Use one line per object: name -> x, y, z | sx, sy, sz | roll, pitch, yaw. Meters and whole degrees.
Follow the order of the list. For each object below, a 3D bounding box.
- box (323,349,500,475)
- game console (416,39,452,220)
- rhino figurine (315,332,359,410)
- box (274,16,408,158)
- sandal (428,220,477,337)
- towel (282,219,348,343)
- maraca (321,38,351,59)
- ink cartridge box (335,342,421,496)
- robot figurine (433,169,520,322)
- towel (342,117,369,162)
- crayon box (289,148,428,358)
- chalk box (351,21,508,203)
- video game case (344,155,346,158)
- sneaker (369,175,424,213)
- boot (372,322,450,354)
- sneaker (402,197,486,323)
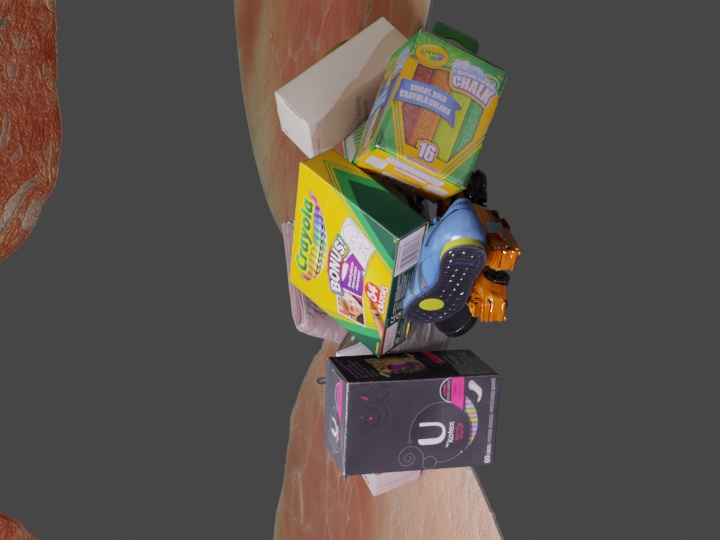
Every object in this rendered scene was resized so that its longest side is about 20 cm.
box -> 0.062, 0.174, 1.540 | 0.106, 0.198, 0.124 | -137, 46, -69
game console -> 0.105, -0.181, 1.684 | 0.175, 0.116, 0.202 | -27, 63, 40
rhino figurine -> -0.002, 0.125, 1.845 | 0.060, 0.087, 0.201 | 40, 102, 38
box -> -0.018, -0.255, 1.738 | 0.078, 0.200, 0.095 | 45, 163, 24
sandal -> 0.094, -0.003, 1.620 | 0.075, 0.048, 0.201 | -40, 49, 14
towel -> -0.033, 0.028, 1.919 | 0.032, 0.199, 0.193 | -30, 55, 36
maraca -> 0.000, -0.286, 1.874 | 0.107, 0.137, 0.200 | 45, -178, -34
ink cartridge box -> 0.027, 0.210, 1.775 | 0.146, 0.083, 0.201 | 60, 161, 30
robot figurine -> 0.137, -0.034, 1.507 | 0.200, 0.058, 0.146 | -116, 29, -55
towel -> 0.039, -0.156, 1.648 | 0.200, 0.023, 0.154 | -38, 54, 51
crayon box -> -0.007, -0.021, 1.524 | 0.172, 0.058, 0.201 | 38, 140, 28
chalk box -> 0.089, -0.202, 1.485 | 0.124, 0.123, 0.202 | 160, 131, -74
video game case -> -0.019, -0.061, 1.826 | 0.200, 0.017, 0.144 | 109, 154, -59
sneaker -> 0.053, -0.055, 1.568 | 0.201, 0.079, 0.074 | 60, -169, 2
boot -> 0.040, 0.134, 1.618 | 0.073, 0.095, 0.201 | 12, 72, 46
sneaker -> 0.097, -0.009, 1.442 | 0.201, 0.065, 0.079 | 116, 155, -55
